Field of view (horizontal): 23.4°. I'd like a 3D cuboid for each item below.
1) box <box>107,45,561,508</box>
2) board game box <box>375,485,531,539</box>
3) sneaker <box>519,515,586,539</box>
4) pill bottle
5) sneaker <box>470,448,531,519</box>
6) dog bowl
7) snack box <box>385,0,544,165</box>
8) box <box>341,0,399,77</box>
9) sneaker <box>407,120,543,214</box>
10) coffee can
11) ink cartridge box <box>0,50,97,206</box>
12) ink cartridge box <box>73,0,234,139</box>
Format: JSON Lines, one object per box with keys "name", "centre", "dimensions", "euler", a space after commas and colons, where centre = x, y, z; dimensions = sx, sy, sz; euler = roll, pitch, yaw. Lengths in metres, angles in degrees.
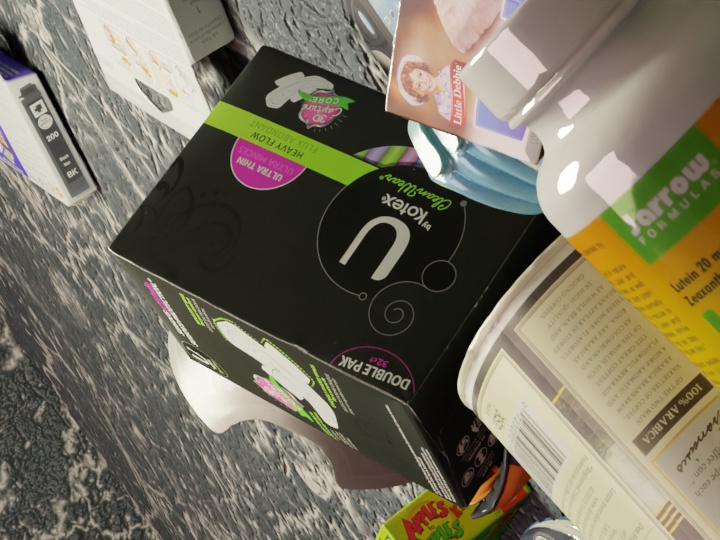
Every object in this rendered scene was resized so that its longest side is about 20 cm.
{"name": "box", "centre": [0.000, 0.000, 0.911], "dimensions": [0.199, 0.149, 0.125], "euler": [25, 159, 29]}
{"name": "board game box", "centre": [0.057, 0.201, 1.281], "dimensions": [0.048, 0.101, 0.200], "euler": [50, 161, 14]}
{"name": "sneaker", "centre": [0.153, 0.232, 1.115], "dimensions": [0.200, 0.085, 0.078], "euler": [35, 153, 49]}
{"name": "pill bottle", "centre": [0.133, -0.030, 0.618], "dimensions": [0.200, 0.111, 0.111], "euler": [44, 162, -1]}
{"name": "sneaker", "centre": [0.083, 0.094, 1.007], "dimensions": [0.078, 0.112, 0.200], "euler": [49, 165, 16]}
{"name": "dog bowl", "centre": [-0.015, 0.039, 1.057], "dimensions": [0.200, 0.199, 0.059], "euler": [45, 134, 29]}
{"name": "snack box", "centre": [0.057, -0.142, 0.663], "dimensions": [0.071, 0.024, 0.202], "euler": [21, 125, 18]}
{"name": "box", "centre": [0.016, -0.164, 0.860], "dimensions": [0.201, 0.041, 0.119], "euler": [56, 162, -9]}
{"name": "sneaker", "centre": [0.043, -0.110, 0.764], "dimensions": [0.201, 0.079, 0.130], "euler": [55, 139, 5]}
{"name": "coffee can", "centre": [0.158, 0.077, 0.738], "dimensions": [0.200, 0.146, 0.147], "euler": [48, 161, 23]}
{"name": "ink cartridge box", "centre": [-0.366, -0.180, 1.799], "dimensions": [0.198, 0.043, 0.201], "euler": [31, 151, 52]}
{"name": "ink cartridge box", "centre": [-0.154, -0.186, 1.249], "dimensions": [0.200, 0.043, 0.175], "euler": [33, 152, 49]}
